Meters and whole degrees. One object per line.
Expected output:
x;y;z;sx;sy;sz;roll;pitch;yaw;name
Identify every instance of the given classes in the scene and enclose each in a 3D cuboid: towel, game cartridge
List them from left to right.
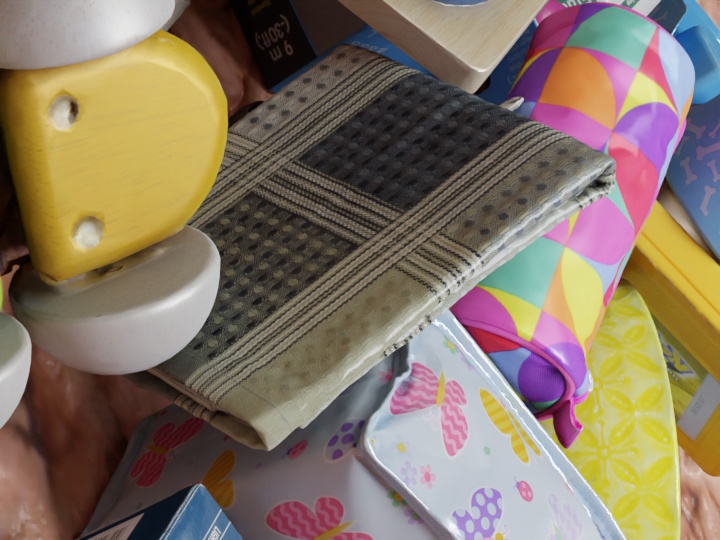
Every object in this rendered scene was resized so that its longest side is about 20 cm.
-0.020;-0.011;1.082;0.200;0.192;0.035;-37;127;-21;towel
0.140;0.016;1.303;0.176;0.032;0.200;47;-9;11;game cartridge

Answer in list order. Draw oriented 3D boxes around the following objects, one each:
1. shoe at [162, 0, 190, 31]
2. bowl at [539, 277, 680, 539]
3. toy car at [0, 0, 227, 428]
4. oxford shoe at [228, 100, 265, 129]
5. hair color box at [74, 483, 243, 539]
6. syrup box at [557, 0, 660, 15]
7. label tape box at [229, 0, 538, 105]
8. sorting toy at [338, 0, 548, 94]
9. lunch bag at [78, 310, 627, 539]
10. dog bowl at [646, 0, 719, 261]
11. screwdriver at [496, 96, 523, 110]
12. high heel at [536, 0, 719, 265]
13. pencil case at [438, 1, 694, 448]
-0.108;-0.151;1.227;0.070;0.053;0.200;49;34;-23;shoe
0.073;0.103;1.245;0.107;0.200;0.201;0;60;-9;bowl
-0.156;-0.039;0.987;0.200;0.150;0.175;-25;122;-32;toy car
0.000;0.000;1.178;0.200;0.085;0.073;42;41;17;oxford shoe
-0.052;0.190;1.022;0.200;0.100;0.061;56;31;-14;hair color box
0.108;-0.186;1.553;0.200;0.079;0.081;59;31;-9;syrup box
0.000;-0.150;1.292;0.063;0.144;0.200;-21;86;-38;label tape box
0.029;-0.211;1.179;0.199;0.070;0.200;38;49;0;sorting toy
0.011;0.134;1.090;0.200;0.169;0.127;50;36;-24;lunch bag
0.178;-0.059;1.275;0.111;0.050;0.200;46;16;-33;dog bowl
-0.015;-0.024;1.147;0.028;0.200;0.029;-71;137;-79;screwdriver
0.148;-0.053;1.319;0.067;0.096;0.200;-44;116;-23;high heel
0.085;-0.022;1.141;0.088;0.088;0.200;44;52;-30;pencil case
